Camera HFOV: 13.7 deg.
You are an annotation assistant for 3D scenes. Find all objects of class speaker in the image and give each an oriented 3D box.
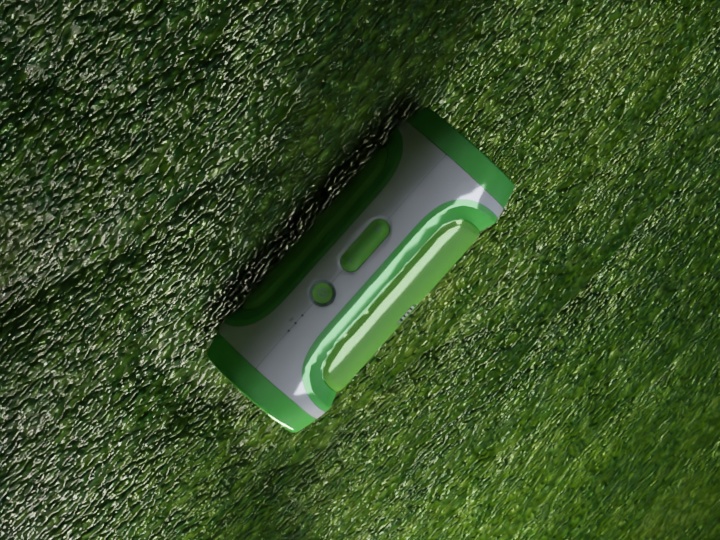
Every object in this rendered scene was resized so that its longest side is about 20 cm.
[{"bbox_3d":[0.000,0.000,1.792,0.200,0.088,0.088,-48,158,0],"label":"speaker"}]
